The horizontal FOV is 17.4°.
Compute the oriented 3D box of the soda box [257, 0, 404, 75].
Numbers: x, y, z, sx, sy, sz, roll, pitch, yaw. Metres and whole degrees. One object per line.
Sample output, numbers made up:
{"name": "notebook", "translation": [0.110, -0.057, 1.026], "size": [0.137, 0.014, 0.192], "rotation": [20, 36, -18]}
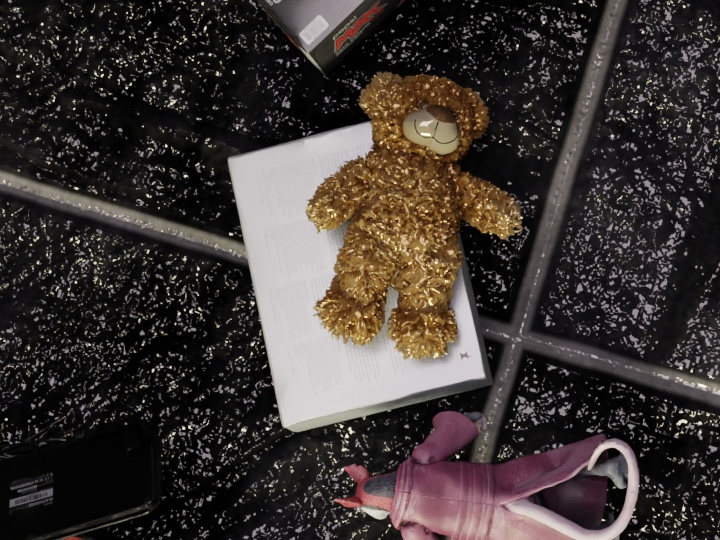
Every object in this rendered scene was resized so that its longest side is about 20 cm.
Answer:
{"name": "soda box", "translation": [0.020, -0.237, 1.700], "size": [0.200, 0.071, 0.063], "rotation": [-43, 76, 2]}

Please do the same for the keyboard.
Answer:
{"name": "keyboard", "translation": [-0.229, 0.160, 1.699], "size": [0.198, 0.040, 0.105], "rotation": [-15, 53, 15]}

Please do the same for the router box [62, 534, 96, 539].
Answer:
{"name": "router box", "translation": [-0.153, 0.299, 1.668], "size": [0.198, 0.049, 0.181], "rotation": [17, 85, 13]}

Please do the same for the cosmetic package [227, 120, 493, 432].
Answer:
{"name": "cosmetic package", "translation": [0.000, 0.000, 1.681], "size": [0.150, 0.052, 0.202], "rotation": [-14, 79, 10]}

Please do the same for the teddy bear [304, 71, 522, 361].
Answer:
{"name": "teddy bear", "translation": [0.034, -0.039, 1.622], "size": [0.144, 0.067, 0.201], "rotation": [28, 87, 10]}

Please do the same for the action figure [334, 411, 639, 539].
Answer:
{"name": "action figure", "translation": [0.081, 0.166, 1.600], "size": [0.198, 0.149, 0.135], "rotation": [5, 89, -2]}
